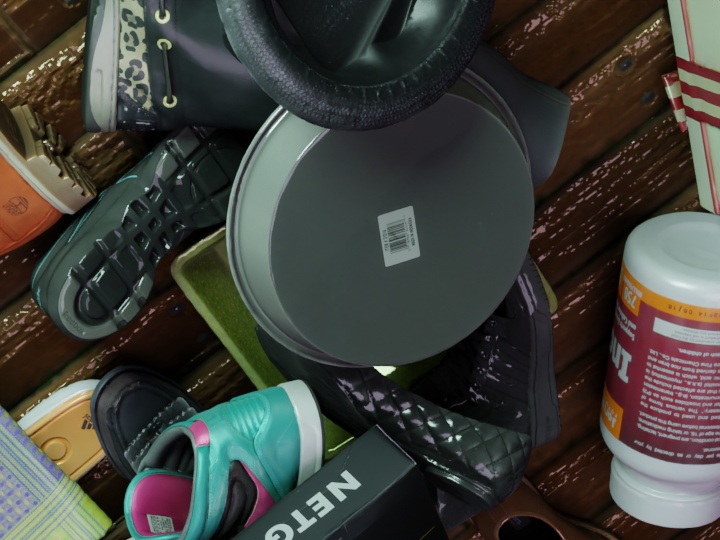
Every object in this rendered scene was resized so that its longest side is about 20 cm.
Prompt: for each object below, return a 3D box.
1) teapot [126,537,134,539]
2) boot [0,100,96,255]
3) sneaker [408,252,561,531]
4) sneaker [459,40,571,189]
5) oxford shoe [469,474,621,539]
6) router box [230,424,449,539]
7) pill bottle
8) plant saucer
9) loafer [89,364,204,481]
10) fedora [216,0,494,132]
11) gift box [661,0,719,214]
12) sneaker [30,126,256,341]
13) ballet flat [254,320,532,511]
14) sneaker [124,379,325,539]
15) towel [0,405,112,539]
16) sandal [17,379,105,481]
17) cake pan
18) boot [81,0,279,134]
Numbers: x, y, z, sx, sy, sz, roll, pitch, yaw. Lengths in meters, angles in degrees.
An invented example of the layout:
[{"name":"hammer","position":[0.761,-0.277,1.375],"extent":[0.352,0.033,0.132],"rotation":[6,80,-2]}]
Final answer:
[{"name":"teapot","position":[-0.151,0.283,1.578],"extent":[0.200,0.146,0.198],"rotation":[-39,165,-14]},{"name":"boot","position":[-0.260,-0.078,1.421],"extent":[0.107,0.075,0.200],"rotation":[-36,124,10]},{"name":"sneaker","position":[0.074,0.074,1.562],"extent":[0.103,0.060,0.201],"rotation":[-18,125,-10]},{"name":"sneaker","position":[0.048,-0.043,1.475],"extent":[0.106,0.075,0.201],"rotation":[24,108,-25]},{"name":"oxford shoe","position":[0.148,0.215,1.719],"extent":[0.200,0.071,0.071],"rotation":[37,102,-33]},{"name":"router box","position":[-0.033,0.213,1.502],"extent":[0.199,0.051,0.150],"rotation":[-37,137,-15]},{"name":"pill bottle","position":[0.225,0.071,1.634],"extent":[0.112,0.113,0.202],"rotation":[-4,119,-15]},{"name":"plant saucer","position":[0.000,0.000,1.560],"extent":[0.199,0.048,0.200],"rotation":[-33,123,2]},{"name":"loafer","position":[-0.108,0.141,1.588],"extent":[0.072,0.063,0.201],"rotation":[-43,129,-15]},{"name":"fedora","position":[-0.018,-0.171,1.339],"extent":[0.199,0.091,0.203],"rotation":[3,85,-34]},{"name":"gift box","position":[0.303,-0.139,1.500],"extent":[0.183,0.187,0.202],"rotation":[-9,102,-10]},{"name":"sneaker","position":[-0.131,-0.045,1.483],"extent":[0.200,0.079,0.076],"rotation":[-44,119,-14]},{"name":"ballet flat","position":[0.019,0.082,1.524],"extent":[0.199,0.066,0.057],"rotation":[34,69,-1]},{"name":"sneaker","position":[-0.092,0.167,1.522],"extent":[0.120,0.084,0.202],"rotation":[-8,123,-22]},{"name":"towel","position":[-0.273,0.139,1.525],"extent":[0.144,0.023,0.200],"rotation":[-44,98,8]},{"name":"sandal","position":[-0.233,0.154,1.567],"extent":[0.206,0.059,0.079],"rotation":[-42,122,9]},{"name":"cake pan","position":[0.019,-0.029,1.412],"extent":[0.198,0.037,0.202],"rotation":[-9,115,-20]},{"name":"boot","position":[-0.081,-0.171,1.403],"extent":[0.152,0.074,0.205],"rotation":[7,111,-10]}]
